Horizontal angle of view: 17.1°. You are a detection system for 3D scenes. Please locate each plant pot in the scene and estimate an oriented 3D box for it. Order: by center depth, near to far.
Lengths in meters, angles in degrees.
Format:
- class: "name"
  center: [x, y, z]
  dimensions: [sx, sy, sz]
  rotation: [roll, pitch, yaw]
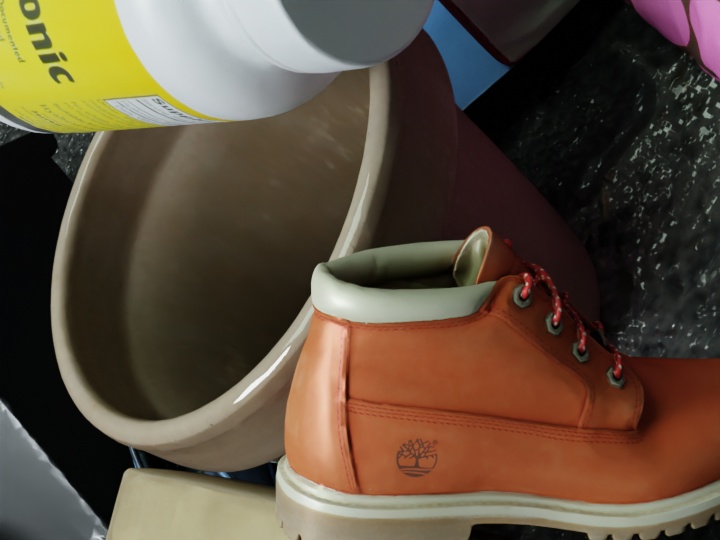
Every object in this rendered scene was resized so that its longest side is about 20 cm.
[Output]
- class: "plant pot"
  center: [0.000, 0.000, 0.972]
  dimensions: [0.200, 0.174, 0.201]
  rotation: [-25, 53, 38]

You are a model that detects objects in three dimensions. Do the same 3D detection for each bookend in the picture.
- class: "bookend"
  center: [-0.165, 0.050, 1.182]
  dimensions: [0.092, 0.199, 0.200]
  rotation: [-41, -1, 26]

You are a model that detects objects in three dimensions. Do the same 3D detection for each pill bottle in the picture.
- class: "pill bottle"
  center: [-0.065, -0.109, 0.880]
  dimensions: [0.199, 0.111, 0.112]
  rotation: [0, 69, 49]

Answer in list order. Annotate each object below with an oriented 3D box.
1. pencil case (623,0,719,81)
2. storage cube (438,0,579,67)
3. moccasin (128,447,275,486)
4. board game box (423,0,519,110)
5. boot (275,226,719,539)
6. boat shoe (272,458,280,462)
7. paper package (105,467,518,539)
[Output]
- class: "pencil case"
  center: [0.150, -0.111, 0.927]
  dimensions: [0.091, 0.093, 0.200]
  rotation: [-55, 38, 12]
- class: "storage cube"
  center: [0.039, -0.229, 1.032]
  dimensions: [0.200, 0.171, 0.180]
  rotation: [-45, 45, 6]
- class: "moccasin"
  center: [-0.064, 0.136, 1.054]
  dimensions: [0.081, 0.068, 0.200]
  rotation: [-51, 40, 16]
- class: "board game box"
  center: [0.005, -0.091, 1.128]
  dimensions: [0.200, 0.039, 0.158]
  rotation: [-41, 44, 13]
- class: "boot"
  center: [0.070, 0.037, 0.848]
  dimensions: [0.075, 0.199, 0.108]
  rotation: [-136, 45, -64]
- class: "boat shoe"
  center: [-0.070, 0.023, 1.124]
  dimensions: [0.062, 0.075, 0.200]
  rotation: [-58, 26, 12]
- class: "paper package"
  center: [-0.007, 0.184, 0.894]
  dimensions: [0.199, 0.103, 0.192]
  rotation: [7, 75, 32]
